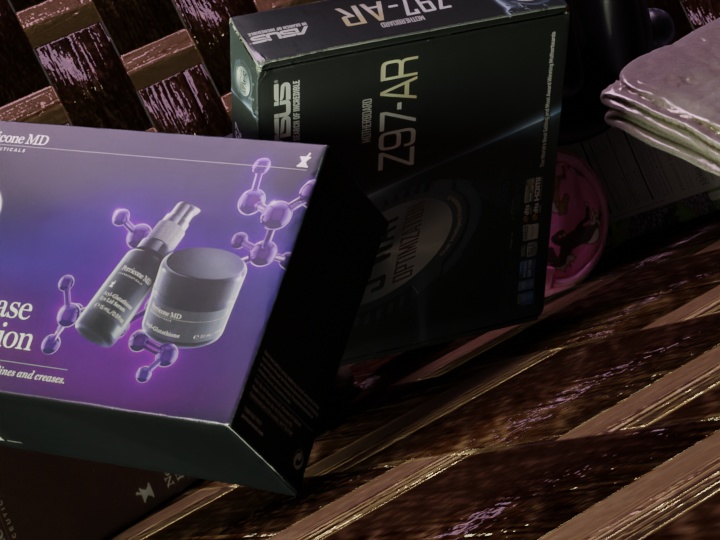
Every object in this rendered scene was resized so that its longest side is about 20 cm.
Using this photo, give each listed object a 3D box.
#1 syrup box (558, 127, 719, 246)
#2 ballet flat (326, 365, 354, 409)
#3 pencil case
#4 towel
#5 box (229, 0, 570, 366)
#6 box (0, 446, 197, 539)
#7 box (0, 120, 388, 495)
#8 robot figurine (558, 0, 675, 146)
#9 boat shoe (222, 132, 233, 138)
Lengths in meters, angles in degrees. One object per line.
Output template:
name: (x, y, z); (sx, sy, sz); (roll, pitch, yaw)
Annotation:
syrup box: (0.178, -0.069, 1.301); (0.079, 0.081, 0.200); (-26, 2, -33)
ballet flat: (-0.045, 0.065, 1.193); (0.067, 0.046, 0.200); (-25, 3, 8)
pencil case: (0.078, -0.021, 1.300); (0.086, 0.083, 0.200); (-26, 4, -16)
towel: (0.234, -0.096, 1.154); (0.200, 0.034, 0.133); (-27, 45, -36)
box: (0.018, -0.047, 1.076); (0.160, 0.200, 0.044); (-12, 41, -17)
box: (-0.161, 0.093, 1.133); (0.075, 0.100, 0.200); (-15, 10, 41)
box: (-0.106, 0.012, 0.988); (0.200, 0.079, 0.141); (6, 62, 28)
robot figurine: (0.093, -0.128, 1.258); (0.125, 0.150, 0.200); (-63, 19, -10)
boat shoe: (-0.075, -0.041, 1.132); (0.200, 0.070, 0.066); (-20, -25, 23)
